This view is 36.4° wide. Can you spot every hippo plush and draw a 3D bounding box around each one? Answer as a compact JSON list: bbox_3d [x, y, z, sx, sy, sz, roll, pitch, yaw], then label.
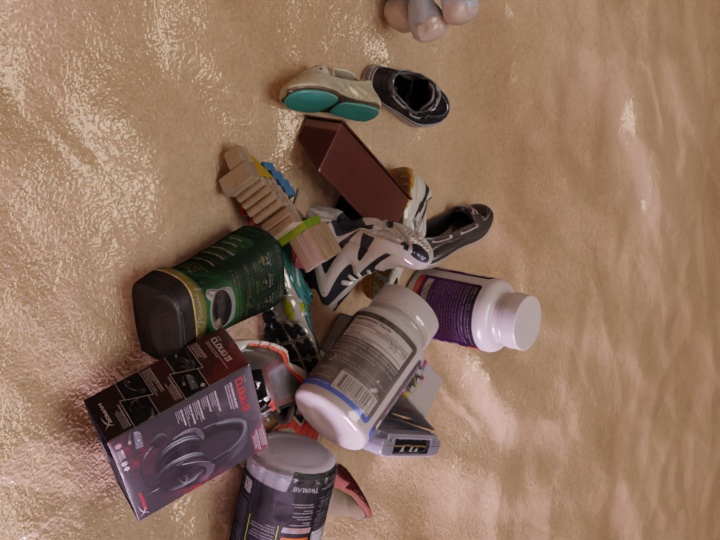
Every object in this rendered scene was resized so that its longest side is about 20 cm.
[{"bbox_3d":[0.092,-0.434,1.501,0.161,0.157,0.203,45,64,-47],"label":"hippo plush"}]

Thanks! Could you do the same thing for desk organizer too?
[{"bbox_3d":[-0.015,-0.123,1.509,0.200,0.071,0.078,44,67,-47],"label":"desk organizer"}]

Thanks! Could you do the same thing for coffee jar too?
[{"bbox_3d":[-0.183,0.027,1.315,0.199,0.084,0.106,-30,129,-45],"label":"coffee jar"}]

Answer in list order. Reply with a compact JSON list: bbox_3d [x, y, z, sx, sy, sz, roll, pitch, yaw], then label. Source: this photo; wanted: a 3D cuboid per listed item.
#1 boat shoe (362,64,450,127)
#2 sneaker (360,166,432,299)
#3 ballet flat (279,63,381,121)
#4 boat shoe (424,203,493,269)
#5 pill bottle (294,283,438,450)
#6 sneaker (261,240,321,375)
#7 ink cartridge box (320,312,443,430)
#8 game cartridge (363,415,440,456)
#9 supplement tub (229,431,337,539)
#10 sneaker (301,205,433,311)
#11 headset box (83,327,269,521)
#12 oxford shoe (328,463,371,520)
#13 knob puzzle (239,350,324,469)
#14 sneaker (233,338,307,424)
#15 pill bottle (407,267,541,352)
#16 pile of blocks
[{"bbox_3d":[0.085,-0.255,1.607,0.199,0.067,0.073,16,86,-52],"label":"boat shoe"},{"bbox_3d":[0.062,-0.046,1.620,0.087,0.075,0.204,27,77,-51],"label":"sneaker"},{"bbox_3d":[-0.046,-0.242,1.463,0.199,0.067,0.063,4,67,-56],"label":"ballet flat"},{"bbox_3d":[0.149,-0.069,1.732,0.199,0.066,0.058,-35,134,-39],"label":"boat shoe"},{"bbox_3d":[0.013,0.121,1.429,0.201,0.112,0.115,-51,134,-28],"label":"pill bottle"},{"bbox_3d":[-0.085,0.056,1.454,0.080,0.076,0.203,-42,123,-53],"label":"sneaker"},{"bbox_3d":[0.041,0.150,1.608,0.069,0.114,0.200,-61,139,-21],"label":"ink cartridge box"},{"bbox_3d":[0.021,0.232,1.581,0.199,0.132,0.041,19,92,-61],"label":"game cartridge"},{"bbox_3d":[-0.106,0.327,1.439,0.121,0.121,0.204,-5,114,-51],"label":"supplement tub"},{"bbox_3d":[0.000,0.000,1.465,0.079,0.196,0.132,-42,143,-63],"label":"sneaker"},{"bbox_3d":[-0.198,0.172,1.260,0.198,0.077,0.151,-26,136,-20],"label":"headset box"},{"bbox_3d":[-0.043,0.325,1.597,0.074,0.071,0.201,-37,140,-1],"label":"oxford shoe"},{"bbox_3d":[-0.096,0.195,1.510,0.218,0.030,0.224,-15,109,-49],"label":"knob puzzle"},{"bbox_3d":[-0.122,0.143,1.373,0.200,0.076,0.083,42,50,-56],"label":"sneaker"},{"bbox_3d":[0.173,0.063,1.687,0.111,0.198,0.114,-15,110,-48],"label":"pill bottle"},{"bbox_3d":[-0.110,-0.075,1.398,0.200,0.062,0.083,49,28,-20],"label":"pile of blocks"}]
